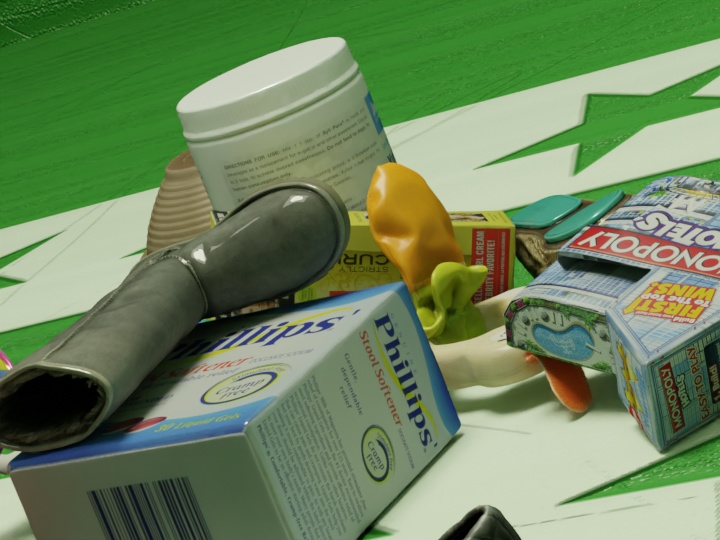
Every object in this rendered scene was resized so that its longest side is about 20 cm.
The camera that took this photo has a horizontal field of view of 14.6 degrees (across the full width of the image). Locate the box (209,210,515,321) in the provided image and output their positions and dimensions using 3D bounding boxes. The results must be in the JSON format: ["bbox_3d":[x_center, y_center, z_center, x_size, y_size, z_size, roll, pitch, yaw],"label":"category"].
[{"bbox_3d":[0.000,0.000,1.851,0.199,0.076,0.050,1,13,-9],"label":"box"}]

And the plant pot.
[{"bbox_3d":[-0.099,-0.060,2.316,0.200,0.093,0.201,-21,14,5],"label":"plant pot"}]

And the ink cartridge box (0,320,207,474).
[{"bbox_3d":[-0.152,0.108,1.823,0.199,0.068,0.115,-27,16,-24],"label":"ink cartridge box"}]

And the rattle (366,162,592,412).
[{"bbox_3d":[0.086,0.006,1.725,0.129,0.144,0.200,-5,5,-11],"label":"rattle"}]

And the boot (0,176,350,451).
[{"bbox_3d":[-0.113,0.025,1.647,0.181,0.073,0.200,-30,2,29],"label":"boot"}]

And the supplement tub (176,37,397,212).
[{"bbox_3d":[-0.032,-0.044,1.935,0.131,0.201,0.132,-20,14,5],"label":"supplement tub"}]

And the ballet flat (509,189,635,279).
[{"bbox_3d":[0.148,-0.014,1.819,0.070,0.066,0.200,-31,7,-5],"label":"ballet flat"}]

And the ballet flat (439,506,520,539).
[{"bbox_3d":[-0.012,0.167,1.397,0.199,0.057,0.066,-19,13,8],"label":"ballet flat"}]

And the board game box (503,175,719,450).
[{"bbox_3d":[0.184,0.015,1.611,0.199,0.062,0.200,14,39,40],"label":"board game box"}]

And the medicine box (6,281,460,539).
[{"bbox_3d":[-0.071,0.103,1.653,0.181,0.103,0.200,-12,18,34],"label":"medicine box"}]

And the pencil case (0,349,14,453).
[{"bbox_3d":[-0.271,0.120,1.742,0.088,0.088,0.200,-34,-15,-41],"label":"pencil case"}]
